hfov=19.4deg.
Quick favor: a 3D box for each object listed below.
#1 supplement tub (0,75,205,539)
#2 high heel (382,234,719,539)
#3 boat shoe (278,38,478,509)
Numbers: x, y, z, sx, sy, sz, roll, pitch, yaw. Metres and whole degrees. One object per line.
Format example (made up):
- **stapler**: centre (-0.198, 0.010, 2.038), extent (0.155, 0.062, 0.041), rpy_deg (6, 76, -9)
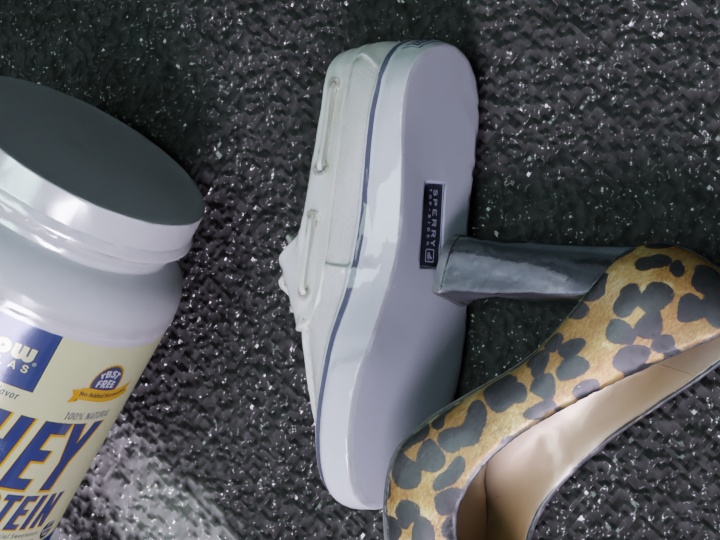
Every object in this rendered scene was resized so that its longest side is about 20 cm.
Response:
- **supplement tub**: centre (-0.170, 0.027, 0.963), extent (0.145, 0.145, 0.200), rpy_deg (40, 110, 26)
- **high heel**: centre (0.085, 0.085, 0.846), extent (0.142, 0.071, 0.200), rpy_deg (6, 87, 34)
- **boat shoe**: centre (0.000, 0.000, 0.904), extent (0.070, 0.071, 0.200), rpy_deg (6, 91, 41)
